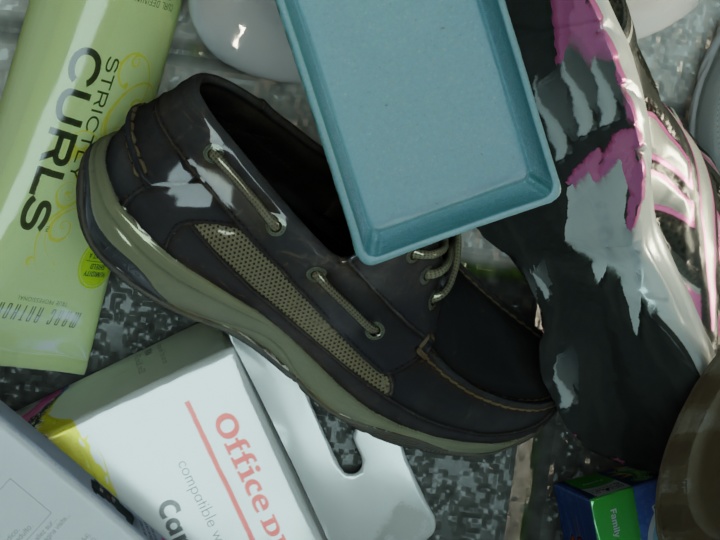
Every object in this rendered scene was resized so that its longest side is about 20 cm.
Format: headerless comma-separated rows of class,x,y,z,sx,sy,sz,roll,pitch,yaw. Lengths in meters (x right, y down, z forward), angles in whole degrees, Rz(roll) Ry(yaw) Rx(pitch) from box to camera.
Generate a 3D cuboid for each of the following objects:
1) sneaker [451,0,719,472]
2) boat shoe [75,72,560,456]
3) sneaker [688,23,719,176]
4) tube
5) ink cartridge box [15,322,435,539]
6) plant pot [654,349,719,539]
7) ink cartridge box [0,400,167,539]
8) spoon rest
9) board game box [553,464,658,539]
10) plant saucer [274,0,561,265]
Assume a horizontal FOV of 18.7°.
sneaker,0.085,-0.032,0.757,0.080,0.086,0.201,1,124,31
boat shoe,0.000,0.000,0.745,0.199,0.075,0.073,27,128,-28
sneaker,0.195,-0.099,0.781,0.075,0.082,0.200,40,92,-12
tube,-0.095,-0.061,0.756,0.058,0.052,0.201,16,95,-10
ink cartridge box,-0.077,0.096,0.772,0.199,0.067,0.117,-26,101,-5
plant pot,0.196,0.090,0.706,0.173,0.200,0.201,34,92,-20
ink cartridge box,-0.144,0.098,0.706,0.200,0.042,0.119,42,90,-17
spoon rest,0.039,-0.104,0.758,0.199,0.100,0.061,-9,57,-11
board game box,0.156,0.161,0.825,0.135,0.034,0.201,-15,100,-18
plant saucer,0.002,-0.105,0.676,0.069,0.019,0.201,-19,108,-2
